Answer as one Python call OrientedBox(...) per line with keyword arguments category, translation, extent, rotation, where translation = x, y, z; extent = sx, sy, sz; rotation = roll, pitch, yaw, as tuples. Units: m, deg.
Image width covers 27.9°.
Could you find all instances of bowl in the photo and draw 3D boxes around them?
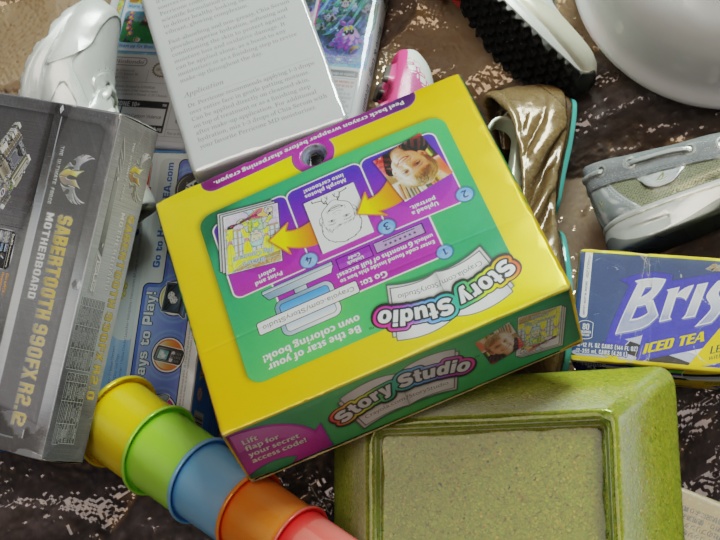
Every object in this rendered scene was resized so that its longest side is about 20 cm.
OrientedBox(category="bowl", translation=(0.230, -0.209, 0.888), extent=(0.198, 0.091, 0.204), rotation=(-2, 72, 6))

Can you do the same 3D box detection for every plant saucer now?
OrientedBox(category="plant saucer", translation=(0.075, 0.151, 0.782), extent=(0.197, 0.048, 0.203), rotation=(-4, 74, 14))

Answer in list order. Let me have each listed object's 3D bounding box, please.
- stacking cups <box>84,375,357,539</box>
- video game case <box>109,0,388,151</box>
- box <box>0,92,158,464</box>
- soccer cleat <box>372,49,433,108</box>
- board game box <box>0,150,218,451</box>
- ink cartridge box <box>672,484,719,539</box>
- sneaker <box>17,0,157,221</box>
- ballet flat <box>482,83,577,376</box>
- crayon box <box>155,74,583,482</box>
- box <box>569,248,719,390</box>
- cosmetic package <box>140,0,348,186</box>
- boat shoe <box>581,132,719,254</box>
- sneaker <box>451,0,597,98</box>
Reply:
OrientedBox(category="stacking cups", translation=(-0.077, 0.131, 0.813), extent=(0.199, 0.060, 0.061), rotation=(30, 84, 35))
OrientedBox(category="video game case", translation=(-0.083, -0.160, 0.991), extent=(0.197, 0.024, 0.185), rotation=(6, 70, 16))
OrientedBox(category="box", translation=(-0.217, -0.003, 0.850), extent=(0.156, 0.048, 0.203), rotation=(10, 85, 20))
OrientedBox(category="soccer cleat", translation=(0.039, -0.040, 0.922), extent=(0.085, 0.070, 0.203), rotation=(10, 74, -7))
OrientedBox(category="board game box", translation=(-0.183, 0.023, 0.957), extent=(0.193, 0.056, 0.203), rotation=(3, 76, 15))
OrientedBox(category="ink cartridge box", translation=(0.104, 0.183, 0.831), extent=(0.198, 0.075, 0.167), rotation=(20, 82, 18))
OrientedBox(category="sneaker", translation=(-0.170, -0.070, 0.918), extent=(0.098, 0.078, 0.203), rotation=(12, 87, 10))
OrientedBox(category="ballet flat", translation=(0.092, -0.028, 0.879), extent=(0.071, 0.068, 0.203), rotation=(9, 65, -8))
OrientedBox(category="crayon box", translation=(0.000, 0.000, 0.815), extent=(0.198, 0.059, 0.174), rotation=(-23, 52, 0))
OrientedBox(category="box", translation=(0.225, 0.034, 0.847), extent=(0.197, 0.064, 0.071), rotation=(4, 76, 15))
OrientedBox(category="cosmetic package", translation=(-0.078, -0.142, 0.923), extent=(0.100, 0.071, 0.202), rotation=(-18, 64, -1))
OrientedBox(category="boat shoe", translation=(0.234, -0.072, 0.871), extent=(0.200, 0.074, 0.066), rotation=(-25, 75, 13))
OrientedBox(category="sneaker", translation=(0.096, -0.205, 0.943), extent=(0.093, 0.070, 0.200), rotation=(-41, 75, -14))
